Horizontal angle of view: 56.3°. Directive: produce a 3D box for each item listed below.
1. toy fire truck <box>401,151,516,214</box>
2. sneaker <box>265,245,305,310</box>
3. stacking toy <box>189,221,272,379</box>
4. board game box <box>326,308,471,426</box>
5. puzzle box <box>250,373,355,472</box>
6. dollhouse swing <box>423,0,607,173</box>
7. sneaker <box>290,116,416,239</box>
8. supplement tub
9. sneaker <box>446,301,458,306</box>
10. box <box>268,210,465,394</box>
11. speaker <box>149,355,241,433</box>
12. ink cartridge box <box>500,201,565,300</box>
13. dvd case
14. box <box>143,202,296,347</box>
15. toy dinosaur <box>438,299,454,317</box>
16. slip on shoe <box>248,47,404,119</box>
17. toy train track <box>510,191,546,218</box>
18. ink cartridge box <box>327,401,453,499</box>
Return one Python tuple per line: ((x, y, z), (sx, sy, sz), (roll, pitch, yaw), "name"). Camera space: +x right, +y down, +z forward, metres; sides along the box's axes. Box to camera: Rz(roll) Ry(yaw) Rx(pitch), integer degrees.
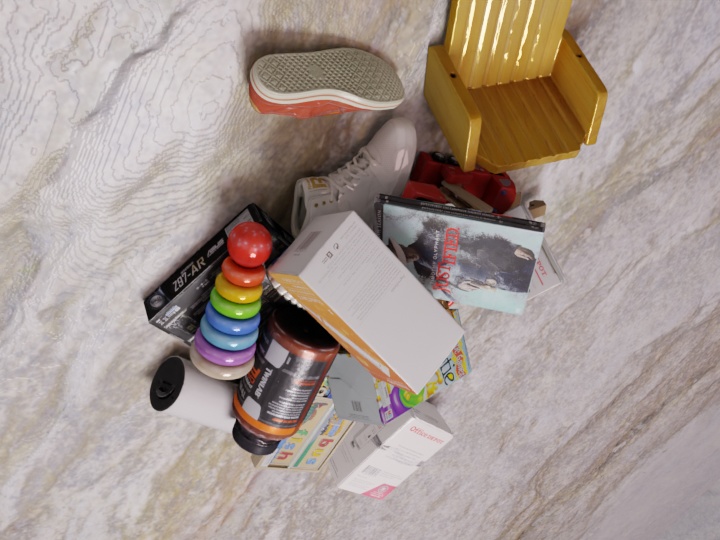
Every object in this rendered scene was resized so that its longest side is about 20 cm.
((0.131, -0.099, 0.890), (0.198, 0.142, 0.049), (8, 124, -23), "toy fire truck")
((-0.024, 0.027, 0.885), (0.199, 0.079, 0.089), (34, 100, -31), "sneaker")
((-0.151, 0.034, 0.832), (0.084, 0.086, 0.202), (2, 122, -31), "stacking toy")
((0.057, 0.135, 0.994), (0.199, 0.104, 0.104), (-21, 101, -42), "board game box")
((-0.067, 0.232, 1.041), (0.132, 0.025, 0.201), (17, 115, -40), "puzzle box")
((0.201, -0.250, 0.795), (0.198, 0.183, 0.176), (-13, 153, -19), "dollhouse swing")
((-0.016, -0.110, 0.849), (0.115, 0.074, 0.201), (7, 125, -37), "sneaker")
((-0.111, 0.157, 0.927), (0.106, 0.107, 0.202), (11, 115, -36), "supplement tub")
((0.130, 0.032, 1.041), (0.199, 0.094, 0.071), (21, 116, -40), "sneaker")
((0.005, 0.036, 0.795), (0.200, 0.124, 0.098), (46, 75, -17), "box")
((-0.209, 0.193, 0.996), (0.081, 0.081, 0.199), (-46, 134, 13), "speaker")
((0.214, -0.020, 0.918), (0.067, 0.116, 0.200), (-28, 174, 8), "ink cartridge box")
((0.112, -0.017, 0.819), (0.197, 0.022, 0.147), (13, 137, 10), "dvd case")
((-0.162, 0.027, 0.904), (0.200, 0.044, 0.160), (-41, 136, 8), "box")
((0.089, 0.037, 0.914), (0.106, 0.061, 0.199), (36, 138, -21), "toy dinosaur")
((-0.037, -0.208, 0.767), (0.198, 0.075, 0.061), (-10, 167, -30), "slip on shoe")
((0.187, -0.073, 1.033), (0.198, 0.033, 0.115), (-19, 142, -7), "toy train track")
((0.053, 0.326, 1.260), (0.200, 0.083, 0.146), (-44, 135, 12), "ink cartridge box")
